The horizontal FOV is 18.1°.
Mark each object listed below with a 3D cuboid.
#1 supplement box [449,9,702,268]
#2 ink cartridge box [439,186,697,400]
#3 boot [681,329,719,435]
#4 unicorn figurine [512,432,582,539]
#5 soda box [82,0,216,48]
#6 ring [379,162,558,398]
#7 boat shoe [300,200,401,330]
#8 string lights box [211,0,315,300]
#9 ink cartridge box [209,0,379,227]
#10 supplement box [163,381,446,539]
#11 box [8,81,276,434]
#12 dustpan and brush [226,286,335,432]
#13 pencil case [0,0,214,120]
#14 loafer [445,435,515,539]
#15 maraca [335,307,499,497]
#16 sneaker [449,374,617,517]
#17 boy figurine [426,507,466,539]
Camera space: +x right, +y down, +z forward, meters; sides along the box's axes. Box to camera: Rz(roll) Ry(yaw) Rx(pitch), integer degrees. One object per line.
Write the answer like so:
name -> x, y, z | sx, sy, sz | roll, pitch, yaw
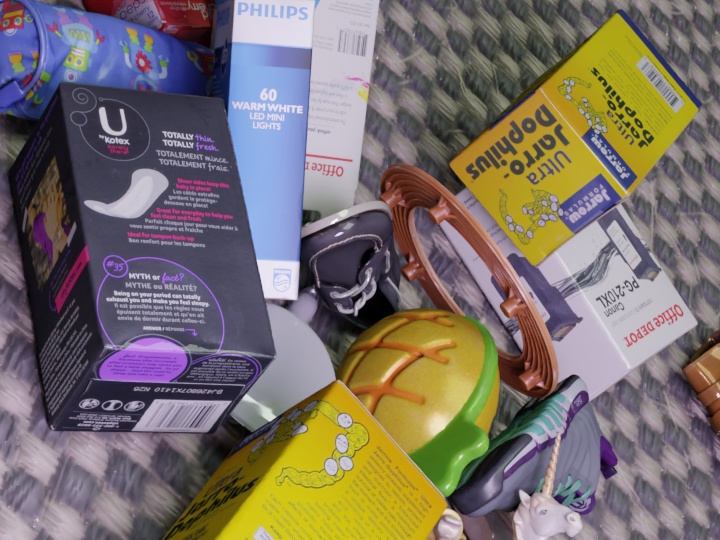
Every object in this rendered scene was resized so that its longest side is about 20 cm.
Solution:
supplement box -> 0.174, -0.108, 1.798 | 0.110, 0.109, 0.200 | 49, 34, -3
ink cartridge box -> 0.172, 0.000, 1.871 | 0.201, 0.084, 0.145 | 57, 35, 5
boot -> 0.339, 0.139, 1.960 | 0.156, 0.077, 0.200 | 53, 31, -5
unicorn figurine -> 0.159, 0.234, 1.532 | 0.137, 0.074, 0.201 | 43, -24, 48
soda box -> -0.114, -0.195, 1.709 | 0.199, 0.063, 0.070 | -6, 66, -53
ring -> 0.073, 0.011, 1.622 | 0.019, 0.200, 0.201 | -36, 90, -14
boat shoe -> 0.000, 0.000, 1.614 | 0.200, 0.072, 0.063 | 58, 11, -77
string lights box -> -0.071, -0.084, 1.540 | 0.059, 0.103, 0.201 | 3, 93, -10
ink cartridge box -> -0.055, -0.123, 1.668 | 0.115, 0.068, 0.201 | 5, 93, -49
supplement box -> -0.053, 0.181, 1.381 | 0.110, 0.109, 0.200 | 49, 41, -9
box -> -0.143, -0.007, 1.449 | 0.122, 0.106, 0.201 | 5, 56, -28
dustpan and brush -> -0.060, 0.057, 1.577 | 0.139, 0.057, 0.200 | 38, 42, -3
pencil case -> -0.175, -0.131, 1.565 | 0.199, 0.078, 0.087 | 11, 59, -46
loafer -> 0.076, 0.123, 1.666 | 0.072, 0.063, 0.201 | -2, 63, -51
maraca -> 0.037, 0.101, 1.565 | 0.107, 0.137, 0.200 | 47, 22, -26
sneaker -> 0.135, 0.144, 1.603 | 0.088, 0.074, 0.200 | 56, 33, -1
boy figurine -> 0.037, 0.214, 1.505 | 0.064, 0.125, 0.200 | 24, 8, -1
